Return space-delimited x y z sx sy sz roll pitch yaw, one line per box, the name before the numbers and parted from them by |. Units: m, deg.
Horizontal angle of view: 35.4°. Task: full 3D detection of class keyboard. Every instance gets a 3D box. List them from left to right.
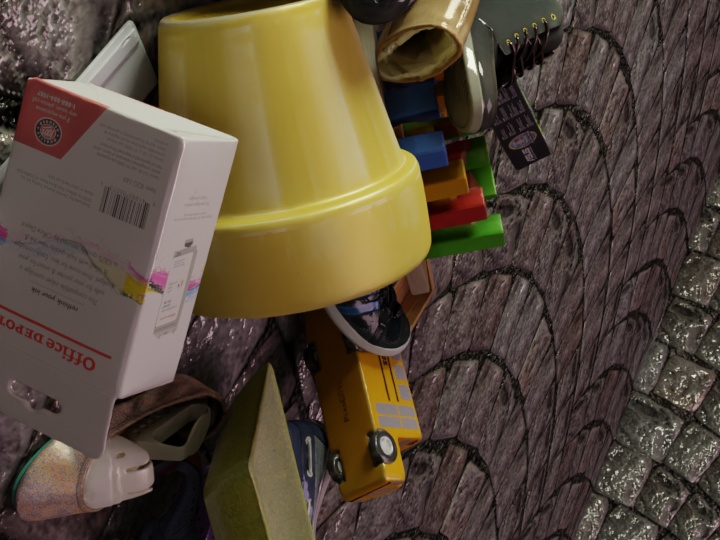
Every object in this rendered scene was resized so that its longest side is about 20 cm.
keyboard | -0.193 -0.074 0.719 0.201 0.011 0.057 -58 158 -28

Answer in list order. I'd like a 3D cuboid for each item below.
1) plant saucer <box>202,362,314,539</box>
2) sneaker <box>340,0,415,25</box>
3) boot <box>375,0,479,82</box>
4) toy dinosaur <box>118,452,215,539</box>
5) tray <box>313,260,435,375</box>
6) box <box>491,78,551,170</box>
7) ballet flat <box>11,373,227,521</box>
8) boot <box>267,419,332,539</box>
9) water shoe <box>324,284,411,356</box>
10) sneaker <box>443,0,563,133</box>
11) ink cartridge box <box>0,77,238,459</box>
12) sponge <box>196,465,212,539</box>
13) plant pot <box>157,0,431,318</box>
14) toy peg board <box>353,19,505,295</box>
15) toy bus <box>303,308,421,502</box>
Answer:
plant saucer | -0.078 0.202 0.895 0.200 0.047 0.203 -91 170 -74
sneaker | 0.026 -0.214 0.804 0.116 0.074 0.202 96 7 -52
boot | 0.052 -0.241 0.940 0.175 0.066 0.202 -25 -142 58
toy dinosaur | -0.174 0.236 0.936 0.200 0.104 0.184 142 -36 -72
tray | 0.018 0.062 1.227 0.201 0.037 0.099 -59 152 -29
box | 0.130 -0.212 1.154 0.200 0.044 0.162 39 30 -65
ballet flat | -0.168 0.131 0.839 0.200 0.067 0.069 -35 136 -53
boot | -0.083 0.234 1.031 0.090 0.072 0.203 19 79 -58
water shoe | 0.000 0.000 0.997 0.200 0.078 0.072 49 35 -30
sneaker | 0.126 -0.188 0.960 0.201 0.105 0.075 -89 -174 -46
ink cartridge box | -0.161 -0.002 0.687 0.067 0.115 0.202 -13 122 -67
sponge | -0.103 0.224 1.088 0.199 0.030 0.113 -11 116 -63
plant pot | -0.060 -0.091 0.788 0.200 0.199 0.191 -37 123 -52
toy peg board | 0.065 -0.120 1.017 0.200 0.096 0.202 69 12 -55
toy bus | 0.002 0.111 1.058 0.078 0.065 0.202 12 56 -46
